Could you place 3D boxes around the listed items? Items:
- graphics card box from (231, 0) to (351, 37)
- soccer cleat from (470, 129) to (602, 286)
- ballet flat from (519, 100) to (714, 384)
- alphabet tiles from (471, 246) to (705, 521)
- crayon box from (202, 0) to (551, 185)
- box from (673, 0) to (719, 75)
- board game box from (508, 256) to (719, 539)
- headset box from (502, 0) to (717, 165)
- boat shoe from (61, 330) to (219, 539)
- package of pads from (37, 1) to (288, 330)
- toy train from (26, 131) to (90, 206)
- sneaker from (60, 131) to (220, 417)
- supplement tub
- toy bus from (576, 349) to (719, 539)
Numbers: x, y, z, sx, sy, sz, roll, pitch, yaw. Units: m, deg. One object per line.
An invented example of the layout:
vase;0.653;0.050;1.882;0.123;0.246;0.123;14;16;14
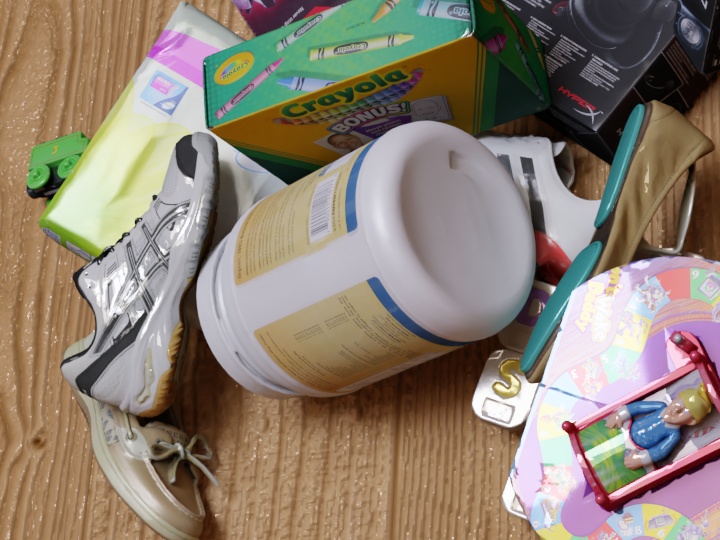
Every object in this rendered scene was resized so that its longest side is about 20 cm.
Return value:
graphics card box;-0.048;-0.242;1.388;0.125;0.051;0.200;-42;60;18
soccer cleat;0.099;-0.068;1.325;0.085;0.069;0.200;-42;56;-5
ballet flat;0.166;-0.011;1.206;0.063;0.069;0.201;26;80;-4
alphabet tiles;0.172;0.078;1.215;0.199;0.015;0.196;19;82;25
crayon box;0.010;-0.125;1.278;0.199;0.119;0.058;-17;63;25
box;0.283;-0.221;1.180;0.160;0.200;0.044;-18;55;-12
board game box;0.170;0.084;1.110;0.158;0.039;0.201;17;82;24
headset box;0.185;-0.188;1.326;0.149;0.075;0.200;37;87;36
boat shoe;-0.153;0.109;1.369;0.063;0.073;0.200;-40;53;9
package of pads;-0.116;-0.071;1.409;0.154;0.068;0.200;32;84;7
toy train;-0.175;-0.098;1.507;0.199;0.042;0.057;-16;49;21
sneaker;-0.152;-0.004;1.326;0.087;0.076;0.201;14;85;3
supplement tub;0.000;0.000;1.267;0.200;0.144;0.145;-24;54;43
toy bus;0.174;0.155;1.149;0.078;0.065;0.201;13;81;23
